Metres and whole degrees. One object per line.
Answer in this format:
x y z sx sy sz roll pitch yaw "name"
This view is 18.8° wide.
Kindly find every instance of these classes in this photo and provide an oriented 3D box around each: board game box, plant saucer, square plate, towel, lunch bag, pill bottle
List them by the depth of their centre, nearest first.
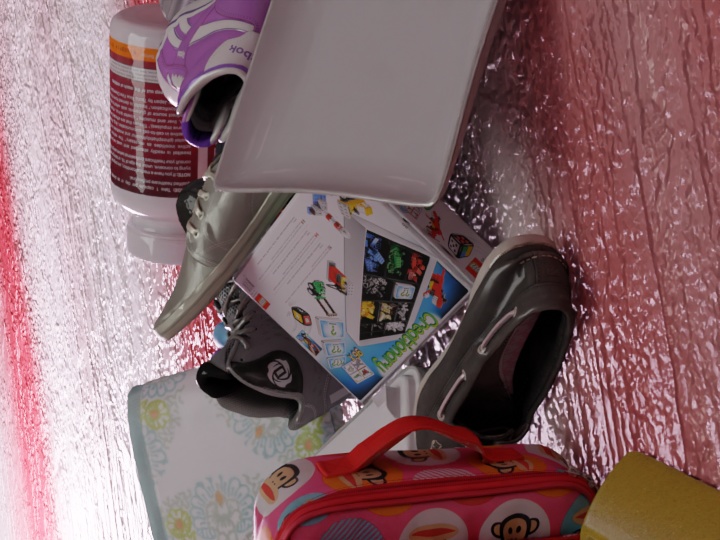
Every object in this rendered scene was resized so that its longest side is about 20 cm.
0.164 0.212 1.112 0.200 0.048 0.202 -157 63 -67 "plant saucer"
0.037 0.167 1.231 0.082 0.198 0.178 -132 40 -65 "lunch bag"
0.010 -0.132 1.297 0.199 0.028 0.199 6 75 47 "square plate"
0.000 0.000 1.407 0.126 0.035 0.200 44 148 1 "board game box"
-0.080 0.165 1.620 0.048 0.170 0.202 -6 -98 -66 "towel"
-0.151 -0.112 1.793 0.113 0.112 0.202 -139 48 -62 "pill bottle"

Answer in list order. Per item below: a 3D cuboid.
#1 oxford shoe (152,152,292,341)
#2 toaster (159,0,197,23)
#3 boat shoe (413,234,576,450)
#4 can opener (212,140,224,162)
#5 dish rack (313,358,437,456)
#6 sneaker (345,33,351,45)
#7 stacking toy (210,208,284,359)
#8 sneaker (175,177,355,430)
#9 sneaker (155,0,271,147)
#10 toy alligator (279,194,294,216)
-0.088 -0.041 1.467 0.201 0.058 0.075 -55 7 15 "oxford shoe"
-0.097 -0.260 1.610 0.129 0.113 0.201 126 139 -65 "toaster"
0.078 0.069 1.283 0.057 0.066 0.201 -109 28 -44 "boat shoe"
-0.085 -0.084 1.619 0.079 0.063 0.201 3 -75 -83 "can opener"
0.004 0.162 1.444 0.200 0.043 0.173 133 144 -51 "dish rack"
-0.004 -0.183 1.419 0.200 0.080 0.074 -125 35 -53 "sneaker"
-0.076 0.003 1.680 0.085 0.085 0.202 -170 81 -69 "stacking toy"
-0.087 0.029 1.529 0.200 0.115 0.075 47 145 12 "sneaker"
-0.112 -0.131 1.521 0.200 0.072 0.115 -36 28 63 "sneaker"
-0.030 -0.024 1.568 0.059 0.054 0.202 149 114 -68 "toy alligator"
